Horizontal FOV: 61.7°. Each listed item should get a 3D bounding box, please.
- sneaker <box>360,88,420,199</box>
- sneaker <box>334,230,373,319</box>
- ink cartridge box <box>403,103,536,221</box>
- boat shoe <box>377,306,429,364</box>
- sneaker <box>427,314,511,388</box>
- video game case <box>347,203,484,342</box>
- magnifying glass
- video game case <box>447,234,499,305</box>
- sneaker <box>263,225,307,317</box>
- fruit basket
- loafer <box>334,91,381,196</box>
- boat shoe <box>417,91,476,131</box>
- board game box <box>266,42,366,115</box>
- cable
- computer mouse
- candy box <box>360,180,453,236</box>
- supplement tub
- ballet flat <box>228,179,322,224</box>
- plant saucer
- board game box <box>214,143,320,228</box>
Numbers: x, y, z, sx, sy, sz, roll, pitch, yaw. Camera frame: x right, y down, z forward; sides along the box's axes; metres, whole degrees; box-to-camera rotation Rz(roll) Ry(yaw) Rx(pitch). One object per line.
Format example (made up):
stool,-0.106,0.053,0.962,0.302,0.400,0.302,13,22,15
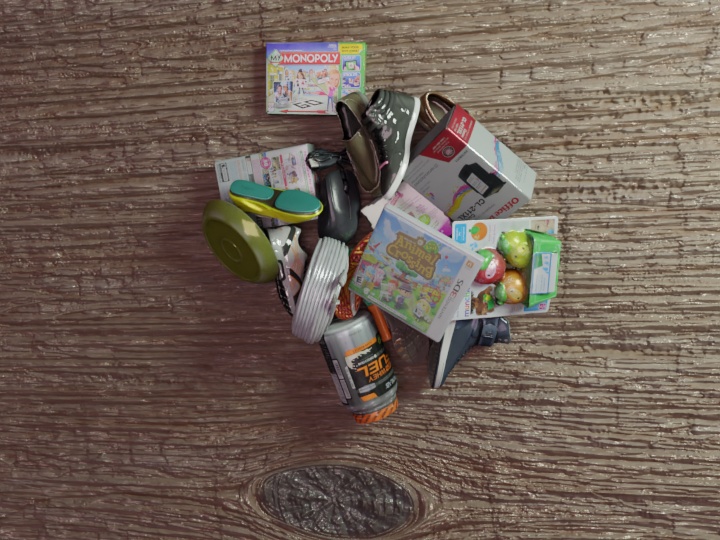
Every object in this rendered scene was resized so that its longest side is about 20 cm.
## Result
sneaker,0.038,-0.232,1.081,0.098,0.071,0.203,17,78,-20
sneaker,0.000,0.000,1.178,0.072,0.077,0.201,31,108,-5
ink cartridge box,0.194,-0.172,1.087,0.199,0.083,0.146,36,136,-12
boat shoe,0.084,0.095,1.207,0.075,0.072,0.202,-20,115,4
sneaker,0.214,0.149,1.178,0.144,0.077,0.205,7,116,-10
video game case,0.095,0.006,1.085,0.198,0.022,0.184,30,116,10
magnifying glass,0.016,0.050,1.236,0.079,0.022,0.202,-21,96,15
video game case,0.168,0.036,1.163,0.142,0.019,0.201,-30,120,12
sneaker,-0.136,0.004,1.231,0.079,0.074,0.203,-19,110,-23
fruit basket,0.258,-0.001,1.082,0.197,0.094,0.188,-5,108,-14
loafer,-0.005,-0.234,1.132,0.075,0.069,0.203,-20,88,42
boat shoe,0.185,-0.258,1.119,0.199,0.072,0.076,36,84,2
board game box,-0.088,-0.375,1.186,0.197,0.029,0.137,3,100,9
cable,-0.078,0.038,1.133,0.068,0.201,0.202,18,124,-6
computer mouse,-0.041,-0.135,1.172,0.052,0.137,0.203,16,113,43
candy box,0.113,-0.078,1.179,0.136,0.061,0.201,-35,92,15
supplement tub,-0.001,0.193,1.208,0.121,0.123,0.203,-19,98,12
ballet flat,-0.160,-0.123,1.154,0.197,0.067,0.068,15,139,16
plant saucer,-0.247,-0.047,1.195,0.198,0.031,0.201,29,145,23
board game box,-0.181,-0.164,1.217,0.197,0.064,0.150,-7,98,12
